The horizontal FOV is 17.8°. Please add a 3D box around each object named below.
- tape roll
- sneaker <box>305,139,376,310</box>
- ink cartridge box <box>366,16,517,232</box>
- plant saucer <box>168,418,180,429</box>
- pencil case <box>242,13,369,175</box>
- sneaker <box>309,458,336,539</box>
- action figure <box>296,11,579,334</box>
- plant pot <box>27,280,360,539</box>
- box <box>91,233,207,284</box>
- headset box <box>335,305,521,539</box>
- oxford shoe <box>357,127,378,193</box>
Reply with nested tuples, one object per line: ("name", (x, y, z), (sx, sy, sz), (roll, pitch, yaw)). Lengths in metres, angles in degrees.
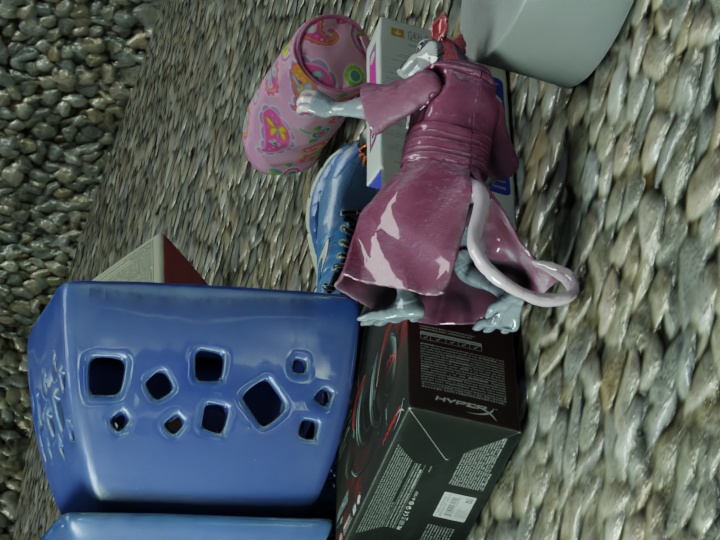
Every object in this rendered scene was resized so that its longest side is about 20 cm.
("tape roll", (0.127, -0.219, 1.436), (0.200, 0.066, 0.201), (-165, 90, -78))
("sneaker", (0.000, 0.000, 1.756), (0.089, 0.078, 0.200), (-170, 87, -70))
("ink cartridge box", (0.053, -0.091, 1.545), (0.200, 0.095, 0.037), (-91, 19, -50))
("plant saucer", (-0.219, 0.168, 2.591), (0.200, 0.034, 0.201), (-164, 90, -77))
("pencil case", (-0.048, -0.159, 2.107), (0.200, 0.087, 0.088), (127, 154, -62))
("sneaker", (-0.018, 0.198, 1.618), (0.200, 0.070, 0.078), (-117, 29, -72))
("action figure", (0.047, -0.066, 1.377), (0.149, 0.134, 0.200), (-21, 60, 57))
("plant pot", (-0.117, 0.116, 1.518), (0.200, 0.200, 0.180), (137, 135, -71))
("box", (-0.229, 0.071, 2.464), (0.128, 0.109, 0.200), (-34, 25, 12))
("headset box", (0.039, 0.074, 1.462), (0.200, 0.075, 0.149), (-90, 18, -48))
("oxford shoe", (0.027, -0.068, 1.685), (0.071, 0.072, 0.200), (132, 150, -63))
